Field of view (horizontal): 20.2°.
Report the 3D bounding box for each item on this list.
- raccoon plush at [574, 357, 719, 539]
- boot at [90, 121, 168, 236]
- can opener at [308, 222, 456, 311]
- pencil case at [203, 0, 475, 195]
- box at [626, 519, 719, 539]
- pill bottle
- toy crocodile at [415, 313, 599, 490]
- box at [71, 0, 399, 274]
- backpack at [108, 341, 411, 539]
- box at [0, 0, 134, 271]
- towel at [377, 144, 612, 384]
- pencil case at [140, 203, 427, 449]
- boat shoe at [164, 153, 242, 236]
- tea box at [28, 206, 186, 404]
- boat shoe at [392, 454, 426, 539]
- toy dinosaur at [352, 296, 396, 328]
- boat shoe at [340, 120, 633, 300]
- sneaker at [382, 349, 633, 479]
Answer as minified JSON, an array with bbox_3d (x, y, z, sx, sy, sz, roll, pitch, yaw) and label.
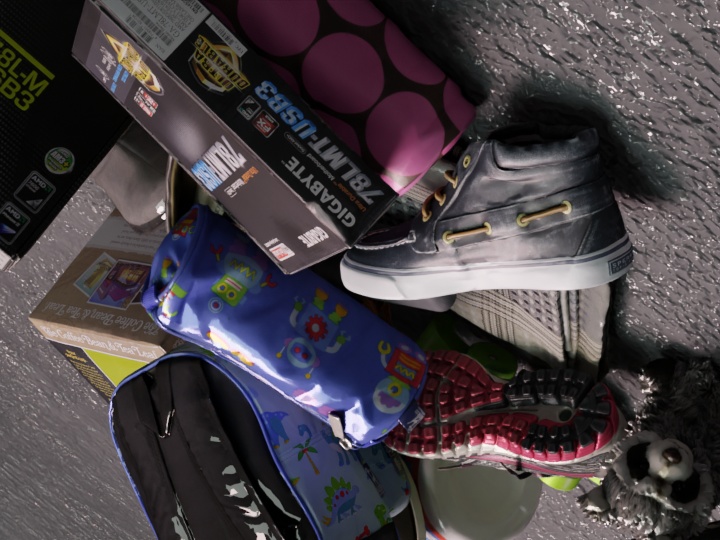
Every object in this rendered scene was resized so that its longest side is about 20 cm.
[{"bbox_3d":[0.210,0.153,1.315,0.096,0.134,0.201,21,153,32],"label":"raccoon plush"},{"bbox_3d":[-0.192,-0.100,1.472,0.132,0.070,0.200,48,168,-24],"label":"boot"},{"bbox_3d":[0.000,0.000,1.354,0.199,0.054,0.067,10,152,44],"label":"can opener"},{"bbox_3d":[-0.030,-0.128,1.191,0.200,0.091,0.094,45,158,-13],"label":"pencil case"},{"bbox_3d":[0.249,0.200,1.299,0.160,0.199,0.044,3,97,55],"label":"box"},{"bbox_3d":[0.049,0.164,1.615,0.112,0.113,0.200,45,156,-19],"label":"pill bottle"},{"bbox_3d":[0.124,0.100,1.446,0.199,0.062,0.068,28,121,10],"label":"toy crocodile"},{"bbox_3d":[-0.080,-0.087,1.178,0.199,0.050,0.200,46,169,-6],"label":"box"},{"bbox_3d":[-0.076,0.137,1.444,0.182,0.147,0.201,-24,95,42],"label":"backpack"},{"bbox_3d":[-0.255,-0.135,1.373,0.200,0.194,0.047,41,159,-8],"label":"box"},{"bbox_3d":[0.077,-0.011,1.316,0.199,0.035,0.193,28,153,21],"label":"towel"},{"bbox_3d":[-0.049,0.042,1.314,0.199,0.087,0.078,34,153,-13],"label":"pencil case"},{"bbox_3d":[-0.089,-0.084,1.315,0.073,0.065,0.201,23,131,20],"label":"boat shoe"},{"bbox_3d":[-0.128,0.064,1.654,0.199,0.134,0.197,9,146,49],"label":"tea box"},{"bbox_3d":[-0.007,0.147,1.537,0.072,0.059,0.201,-58,46,48],"label":"boat shoe"},{"bbox_3d":[-0.029,0.024,1.482,0.135,0.102,0.201,-8,106,34],"label":"toy dinosaur"},{"bbox_3d":[0.066,-0.038,1.198,0.199,0.071,0.092,-4,108,36],"label":"boat shoe"},{"bbox_3d":[0.094,0.109,1.382,0.199,0.081,0.075,8,156,37],"label":"sneaker"}]
